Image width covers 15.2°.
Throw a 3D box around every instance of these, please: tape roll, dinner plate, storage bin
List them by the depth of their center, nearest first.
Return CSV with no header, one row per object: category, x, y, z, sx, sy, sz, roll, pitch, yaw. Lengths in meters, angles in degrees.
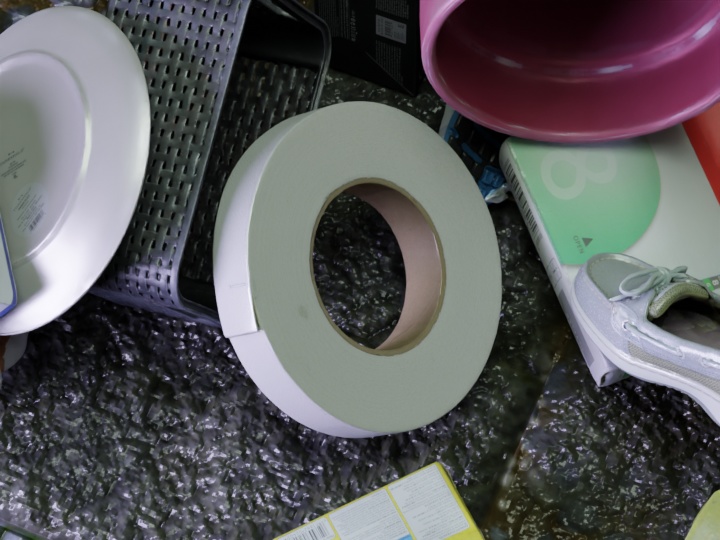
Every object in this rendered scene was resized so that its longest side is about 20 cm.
dinner plate,-0.200,-0.062,1.585,0.199,0.024,0.201,-13,70,39
tape roll,0.000,0.000,1.610,0.202,0.037,0.204,7,78,-39
storage bin,-0.102,-0.075,1.627,0.093,0.135,0.201,13,85,22

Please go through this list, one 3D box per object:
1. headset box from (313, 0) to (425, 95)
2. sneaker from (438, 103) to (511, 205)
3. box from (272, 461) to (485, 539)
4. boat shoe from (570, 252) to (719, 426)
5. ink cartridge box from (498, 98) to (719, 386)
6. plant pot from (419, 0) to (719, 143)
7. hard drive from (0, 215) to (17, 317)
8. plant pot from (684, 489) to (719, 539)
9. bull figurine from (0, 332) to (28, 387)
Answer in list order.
headset box,0.040,-0.240,1.741,0.075,0.149,0.201,20,65,11
sneaker,0.089,-0.130,1.737,0.086,0.075,0.201,10,71,54
box,0.043,0.223,1.559,0.117,0.048,0.201,-24,62,-12
boat shoe,0.199,0.036,1.555,0.074,0.065,0.202,-17,37,-29
ink cartridge box,0.206,-0.039,1.675,0.199,0.050,0.162,-22,77,-8
plant pot,0.134,-0.203,1.609,0.199,0.200,0.180,0,60,0
hard drive,-0.287,0.009,1.611,0.200,0.025,0.133,-34,58,32
plant pot,0.277,0.196,1.504,0.184,0.201,0.200,31,66,29
bull figurine,-0.233,-0.008,1.670,0.121,0.065,0.200,27,66,16
